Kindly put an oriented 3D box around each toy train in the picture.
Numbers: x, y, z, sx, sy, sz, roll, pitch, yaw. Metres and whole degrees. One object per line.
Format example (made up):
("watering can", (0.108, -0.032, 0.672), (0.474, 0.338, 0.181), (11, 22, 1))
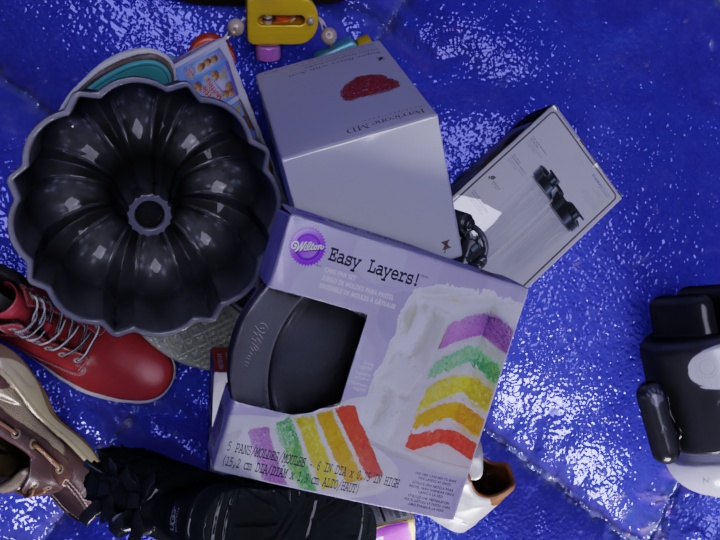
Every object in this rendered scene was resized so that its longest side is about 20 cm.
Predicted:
("toy train", (-0.074, -0.179, 0.816), (0.198, 0.056, 0.151), (22, 111, -22))

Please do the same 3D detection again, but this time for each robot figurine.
("robot figurine", (0.343, 0.118, 0.878), (0.148, 0.125, 0.203), (-13, 93, 11))

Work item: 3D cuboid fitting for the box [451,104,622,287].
("box", (0.139, -0.048, 0.859), (0.200, 0.060, 0.117), (-43, 99, -9))

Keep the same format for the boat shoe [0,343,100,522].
("boat shoe", (-0.270, 0.147, 0.717), (0.072, 0.071, 0.202), (-58, 144, -39))

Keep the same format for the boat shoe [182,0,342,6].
("boat shoe", (-0.099, -0.280, 0.801), (0.197, 0.072, 0.067), (-1, 79, -13))

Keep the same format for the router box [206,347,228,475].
("router box", (-0.047, 0.169, 0.790), (0.176, 0.049, 0.203), (0, 109, -13))

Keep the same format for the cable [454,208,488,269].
("cable", (0.000, 0.000, 0.761), (0.199, 0.163, 0.051), (-39, 137, -12))

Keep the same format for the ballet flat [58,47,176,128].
("ballet flat", (-0.223, -0.115, 0.734), (0.069, 0.070, 0.200), (39, 114, -10))

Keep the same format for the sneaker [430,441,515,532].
("sneaker", (0.046, 0.144, 0.728), (0.199, 0.074, 0.085), (29, 125, -31))

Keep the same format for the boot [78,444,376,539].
("boot", (-0.103, 0.184, 0.688), (0.197, 0.161, 0.075), (22, 75, -45))

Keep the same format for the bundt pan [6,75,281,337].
("bundt pan", (-0.164, -0.055, 0.687), (0.198, 0.076, 0.205), (-7, 116, -15))

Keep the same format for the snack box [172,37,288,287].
("snack box", (-0.108, -0.090, 0.772), (0.072, 0.024, 0.202), (-43, 122, -43))

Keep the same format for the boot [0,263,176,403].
("boot", (-0.239, 0.053, 0.725), (0.198, 0.144, 0.073), (28, 78, -14))

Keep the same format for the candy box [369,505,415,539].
("candy box", (-0.049, 0.264, 0.767), (0.196, 0.057, 0.119), (-8, 112, -9))

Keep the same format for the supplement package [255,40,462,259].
("supplement package", (-0.007, -0.091, 0.730), (0.119, 0.201, 0.121), (-16, 121, -4))

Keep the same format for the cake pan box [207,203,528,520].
("cake pan box", (0.002, 0.068, 0.642), (0.197, 0.052, 0.187), (18, 93, -18))

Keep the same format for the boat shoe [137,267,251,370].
("boat shoe", (-0.117, 0.050, 0.795), (0.197, 0.062, 0.075), (22, 104, -17))
